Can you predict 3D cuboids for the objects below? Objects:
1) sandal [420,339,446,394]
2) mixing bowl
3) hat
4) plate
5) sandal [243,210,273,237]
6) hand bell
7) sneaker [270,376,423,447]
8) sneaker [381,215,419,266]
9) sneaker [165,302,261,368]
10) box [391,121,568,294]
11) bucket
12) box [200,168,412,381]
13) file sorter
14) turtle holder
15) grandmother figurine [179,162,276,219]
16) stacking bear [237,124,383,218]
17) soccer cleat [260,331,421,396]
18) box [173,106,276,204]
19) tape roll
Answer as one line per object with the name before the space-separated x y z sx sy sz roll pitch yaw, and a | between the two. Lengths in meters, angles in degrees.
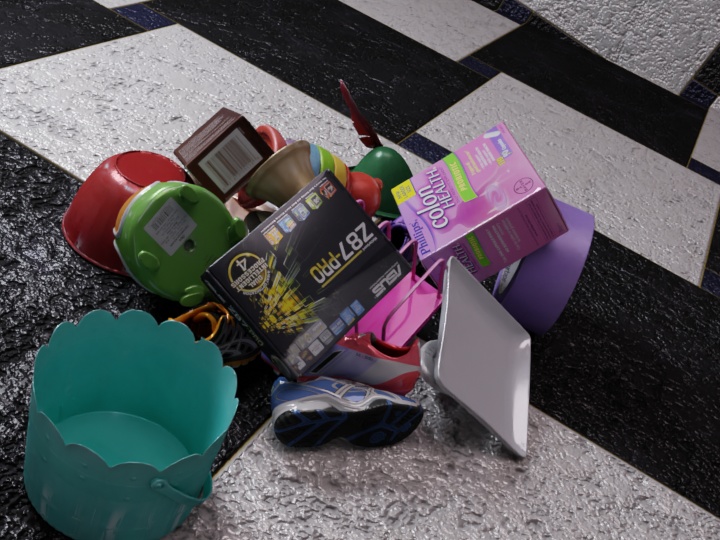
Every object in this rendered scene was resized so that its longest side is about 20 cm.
sandal | 0.119 0.131 1.200 0.083 0.050 0.202 47 23 10
mixing bowl | -0.295 -0.092 1.206 0.198 0.109 0.201 17 32 -11
hat | 0.057 -0.205 1.532 0.198 0.177 0.166 -6 41 -38
plate | 0.155 0.114 1.150 0.199 0.032 0.201 43 40 -32
sandal | -0.106 0.009 1.102 0.079 0.057 0.203 4 55 -39
hand bell | -0.044 -0.054 1.114 0.200 0.104 0.104 51 37 9
sneaker | -0.014 0.158 1.042 0.198 0.076 0.077 9 32 -30
sneaker | 0.064 -0.046 1.391 0.080 0.084 0.200 27 31 6
sneaker | -0.171 0.073 1.068 0.078 0.078 0.200 33 32 19
box | 0.167 -0.088 1.284 0.097 0.199 0.177 50 14 -39
bucket | -0.225 0.153 0.857 0.205 0.136 0.208 16 33 -11
box | -0.061 0.004 1.035 0.200 0.049 0.162 -41 94 -24
file sorter | 0.000 0.000 1.192 0.199 0.126 0.139 36 64 20
turtle holder | -0.217 -0.035 1.096 0.184 0.143 0.131 13 1 -40
grandmother figurine | -0.195 -0.105 1.339 0.199 0.061 0.121 35 25 14
stacking bear | -0.061 -0.125 1.297 0.198 0.123 0.113 15 -1 -29
soccer cleat | -0.022 0.103 1.093 0.198 0.077 0.067 12 18 3
box | -0.185 -0.155 1.181 0.075 0.100 0.200 49 -3 -22
tape roll | 0.276 -0.009 1.360 0.084 0.201 0.200 23 31 0
